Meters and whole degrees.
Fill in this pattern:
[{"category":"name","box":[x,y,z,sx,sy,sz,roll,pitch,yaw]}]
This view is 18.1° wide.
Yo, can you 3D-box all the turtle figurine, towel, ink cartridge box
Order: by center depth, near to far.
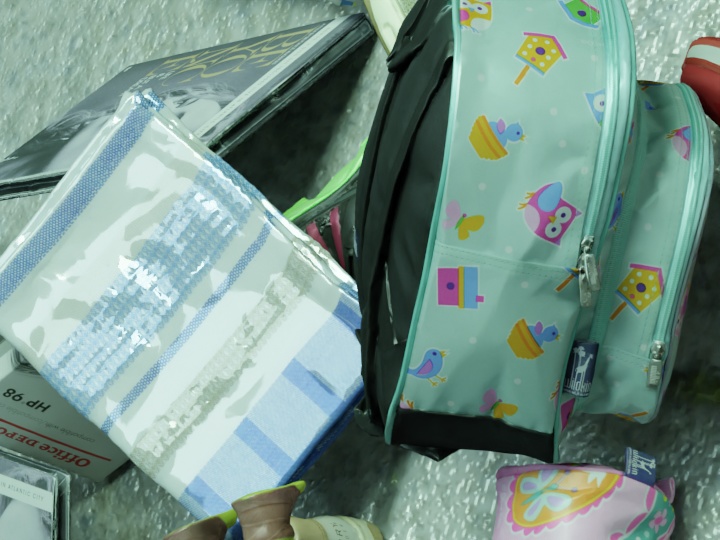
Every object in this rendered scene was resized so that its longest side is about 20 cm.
[{"category":"turtle figurine","box":[-0.039,0.189,1.060,0.200,0.064,0.162,-34,77,54]},{"category":"towel","box":[-0.088,0.023,1.127,0.200,0.024,0.147,42,96,17]},{"category":"ink cartridge box","box":[-0.152,0.048,1.251,0.200,0.116,0.067,-38,47,28]}]

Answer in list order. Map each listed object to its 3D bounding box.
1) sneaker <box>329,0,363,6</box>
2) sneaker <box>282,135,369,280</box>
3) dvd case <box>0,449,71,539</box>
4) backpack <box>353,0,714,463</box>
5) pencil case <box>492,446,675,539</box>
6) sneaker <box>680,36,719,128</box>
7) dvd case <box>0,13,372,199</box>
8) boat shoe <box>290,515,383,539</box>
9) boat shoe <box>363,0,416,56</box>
[{"category":"sneaker","box":[-0.047,-0.193,1.301,0.105,0.076,0.200,-60,40,33]},{"category":"sneaker","box":[0.000,0.000,1.152,0.200,0.077,0.084,-50,41,18]},{"category":"dvd case","box":[-0.210,0.197,1.266,0.149,0.016,0.201,12,103,47]},{"category":"backpack","box":[0.073,-0.035,0.988,0.176,0.153,0.201,-86,-2,-65]},{"category":"pencil case","box":[0.091,0.181,0.981,0.087,0.087,0.201,-8,67,43]},{"category":"sneaker","box":[0.184,-0.016,0.976,0.116,0.078,0.200,-56,43,9]},{"category":"dvd case","box":[-0.108,-0.091,1.268,0.200,0.016,0.149,-6,27,43]},{"category":"boat shoe","box":[-0.080,0.164,1.164,0.200,0.069,0.074,-26,56,35]},{"category":"boat shoe","box":[0.021,-0.189,1.190,0.066,0.072,0.201,-26,82,19]}]
